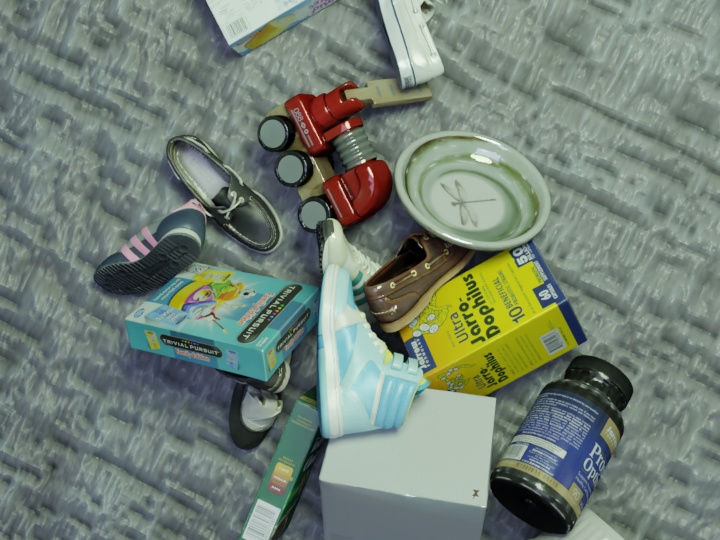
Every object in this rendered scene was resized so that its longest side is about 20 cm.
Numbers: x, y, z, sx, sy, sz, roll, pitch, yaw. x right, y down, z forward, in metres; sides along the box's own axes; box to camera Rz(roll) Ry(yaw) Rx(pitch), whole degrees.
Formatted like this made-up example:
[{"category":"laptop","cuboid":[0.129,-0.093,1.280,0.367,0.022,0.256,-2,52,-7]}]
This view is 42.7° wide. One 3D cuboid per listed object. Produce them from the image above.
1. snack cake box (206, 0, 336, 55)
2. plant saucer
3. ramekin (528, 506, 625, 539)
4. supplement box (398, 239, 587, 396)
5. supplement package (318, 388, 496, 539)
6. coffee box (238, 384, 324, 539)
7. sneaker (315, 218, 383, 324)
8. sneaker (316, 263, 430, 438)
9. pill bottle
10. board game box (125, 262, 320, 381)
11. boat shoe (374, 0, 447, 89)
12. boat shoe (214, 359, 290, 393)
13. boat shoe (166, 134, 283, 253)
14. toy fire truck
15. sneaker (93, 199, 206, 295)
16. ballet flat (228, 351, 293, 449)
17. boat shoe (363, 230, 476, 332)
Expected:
[{"category":"snack cake box","cuboid":[-0.105,-0.385,1.202,0.199,0.067,0.116,-28,86,9]},{"category":"plant saucer","cuboid":[0.135,-0.090,1.146,0.199,0.201,0.050,23,140,7]},{"category":"ramekin","cuboid":[0.298,0.374,1.108,0.202,0.202,0.094,44,86,5]},{"category":"supplement box","cuboid":[0.158,0.070,1.135,0.199,0.110,0.109,-30,50,9]},{"category":"supplement package","cuboid":[0.059,0.255,1.113,0.189,0.148,0.201,8,138,8]},{"category":"coffee box","cuboid":[-0.089,0.254,1.196,0.044,0.123,0.201,23,94,8]},{"category":"sneaker","cuboid":[0.000,0.001,1.155,0.092,0.201,0.071,-9,50,2]},{"category":"sneaker","cuboid":[0.014,0.091,1.059,0.129,0.080,0.202,0,74,-4]},{"category":"pill bottle","cuboid":[0.248,0.205,1.112,0.111,0.112,0.200,35,64,6]},{"category":"board game box","cuboid":[-0.169,0.058,1.163,0.198,0.151,0.047,10,123,23]},{"category":"boat shoe","cuboid":[0.066,-0.332,1.165,0.085,0.075,0.204,-14,71,-1]},{"category":"boat shoe","cuboid":[-0.172,0.099,1.191,0.199,0.057,0.067,24,89,40]},{"category":"boat shoe","cuboid":[-0.183,-0.103,1.228,0.074,0.060,0.200,-40,86,8]},{"category":"toy fire truck","cuboid":[0.000,-0.162,1.174,0.199,0.129,0.177,-28,88,22]},{"category":"sneaker","cuboid":[-0.278,-0.029,1.241,0.199,0.083,0.070,-21,132,31]},{"category":"ballet flat","cuboid":[-0.128,0.148,1.217,0.067,0.068,0.202,11,95,-25]},{"category":"boat shoe","cuboid":[0.077,-0.011,1.134,0.070,0.200,0.071,-7,121,46]}]
